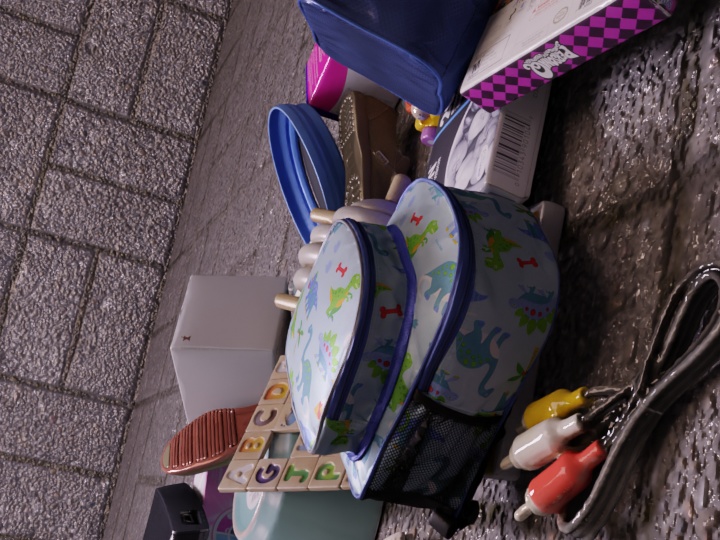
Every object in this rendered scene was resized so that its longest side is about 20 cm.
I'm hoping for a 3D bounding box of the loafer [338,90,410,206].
[{"bbox_3d":[0.020,-0.097,1.081,0.076,0.067,0.202,147,120,-71],"label":"loafer"}]

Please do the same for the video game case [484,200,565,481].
[{"bbox_3d":[0.091,0.059,0.791,0.182,0.023,0.202,158,127,-69],"label":"video game case"}]

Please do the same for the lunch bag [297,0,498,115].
[{"bbox_3d":[0.044,-0.225,0.825,0.133,0.135,0.200,-60,-4,0],"label":"lunch bag"}]

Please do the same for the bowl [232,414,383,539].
[{"bbox_3d":[-0.059,0.215,0.988,0.201,0.104,0.202,-164,90,-72],"label":"bowl"}]

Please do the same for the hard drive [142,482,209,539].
[{"bbox_3d":[-0.208,0.308,1.090,0.200,0.042,0.136,-174,98,-73],"label":"hard drive"}]

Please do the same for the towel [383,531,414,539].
[{"bbox_3d":[0.013,0.317,0.795,0.133,0.034,0.201,129,150,-55],"label":"towel"}]

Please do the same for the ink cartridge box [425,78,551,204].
[{"bbox_3d":[0.092,-0.100,0.850,0.200,0.043,0.199,132,157,-57],"label":"ink cartridge box"}]

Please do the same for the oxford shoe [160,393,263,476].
[{"bbox_3d":[-0.124,0.190,1.105,0.199,0.074,0.071,-21,43,15],"label":"oxford shoe"}]

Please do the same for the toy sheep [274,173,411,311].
[{"bbox_3d":[0.000,0.000,0.949,0.201,0.137,0.138,-71,17,-6],"label":"toy sheep"}]

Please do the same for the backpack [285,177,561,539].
[{"bbox_3d":[0.037,0.040,0.692,0.201,0.146,0.183,-63,22,23],"label":"backpack"}]

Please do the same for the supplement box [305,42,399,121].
[{"bbox_3d":[0.016,-0.278,1.183,0.104,0.101,0.201,-94,26,-47],"label":"supplement box"}]

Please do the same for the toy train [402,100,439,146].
[{"bbox_3d":[0.078,-0.214,1.004,0.200,0.055,0.151,124,157,-46],"label":"toy train"}]

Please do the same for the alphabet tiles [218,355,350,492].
[{"bbox_3d":[-0.029,0.122,0.941,0.166,0.008,0.201,-9,39,31],"label":"alphabet tiles"}]

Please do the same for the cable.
[{"bbox_3d":[0.141,0.078,0.561,0.098,0.050,0.200,-84,17,-44],"label":"cable"}]

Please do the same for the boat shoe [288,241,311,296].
[{"bbox_3d":[-0.052,0.003,1.127,0.062,0.072,0.200,61,166,15],"label":"boat shoe"}]

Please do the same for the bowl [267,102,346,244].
[{"bbox_3d":[-0.055,-0.103,1.198,0.201,0.039,0.202,159,90,-76],"label":"bowl"}]

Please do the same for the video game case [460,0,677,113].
[{"bbox_3d":[0.161,-0.216,0.693,0.200,0.036,0.182,-21,42,63],"label":"video game case"}]

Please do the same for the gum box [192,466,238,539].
[{"bbox_3d":[-0.135,0.317,1.118,0.066,0.113,0.201,126,154,-48],"label":"gum box"}]

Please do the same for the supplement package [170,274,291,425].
[{"bbox_3d":[-0.139,0.116,1.169,0.117,0.116,0.201,-83,-8,-46],"label":"supplement package"}]
